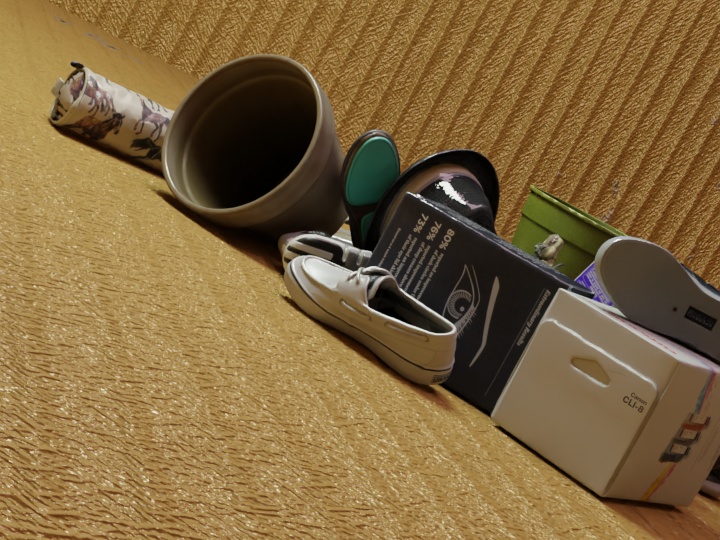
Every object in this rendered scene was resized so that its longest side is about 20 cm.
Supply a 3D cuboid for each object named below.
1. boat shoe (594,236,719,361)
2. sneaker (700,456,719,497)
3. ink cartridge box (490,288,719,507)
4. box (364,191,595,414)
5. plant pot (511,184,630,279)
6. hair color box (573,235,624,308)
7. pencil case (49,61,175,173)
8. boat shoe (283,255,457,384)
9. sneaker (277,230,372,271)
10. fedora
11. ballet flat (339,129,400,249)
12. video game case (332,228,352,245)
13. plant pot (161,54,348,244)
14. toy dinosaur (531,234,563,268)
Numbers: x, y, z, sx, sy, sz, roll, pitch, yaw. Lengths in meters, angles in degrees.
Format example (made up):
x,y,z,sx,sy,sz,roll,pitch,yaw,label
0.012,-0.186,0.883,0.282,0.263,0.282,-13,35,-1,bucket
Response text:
x,y,z,sx,sy,sz,roll,pitch,yaw,label
0.286,0.024,1.448,0.200,0.071,0.091,32,4,-22,boat shoe
0.336,0.158,1.650,0.199,0.112,0.078,24,8,-22,sneaker
0.250,0.123,1.443,0.145,0.145,0.200,33,9,35,ink cartridge box
0.106,0.035,1.511,0.200,0.148,0.104,32,8,20,box
0.269,0.018,2.039,0.200,0.193,0.200,28,8,-4,plant pot
0.247,0.064,1.599,0.109,0.200,0.065,20,34,-40,hair color box
-0.267,-0.173,1.804,0.200,0.078,0.090,23,24,-34,pencil case
0.013,0.029,1.441,0.200,0.066,0.073,31,35,24,boat shoe
0.000,0.000,1.645,0.199,0.075,0.115,25,6,-21,sneaker
0.098,-0.030,1.682,0.200,0.201,0.092,21,19,-46,fedora
0.008,-0.085,1.694,0.073,0.073,0.201,34,-35,36,ballet flat
0.018,-0.023,1.914,0.199,0.023,0.182,19,5,15,video game case
-0.096,-0.113,1.714,0.200,0.200,0.174,34,-8,35,plant pot
0.200,0.036,1.670,0.088,0.048,0.200,16,41,21,toy dinosaur
